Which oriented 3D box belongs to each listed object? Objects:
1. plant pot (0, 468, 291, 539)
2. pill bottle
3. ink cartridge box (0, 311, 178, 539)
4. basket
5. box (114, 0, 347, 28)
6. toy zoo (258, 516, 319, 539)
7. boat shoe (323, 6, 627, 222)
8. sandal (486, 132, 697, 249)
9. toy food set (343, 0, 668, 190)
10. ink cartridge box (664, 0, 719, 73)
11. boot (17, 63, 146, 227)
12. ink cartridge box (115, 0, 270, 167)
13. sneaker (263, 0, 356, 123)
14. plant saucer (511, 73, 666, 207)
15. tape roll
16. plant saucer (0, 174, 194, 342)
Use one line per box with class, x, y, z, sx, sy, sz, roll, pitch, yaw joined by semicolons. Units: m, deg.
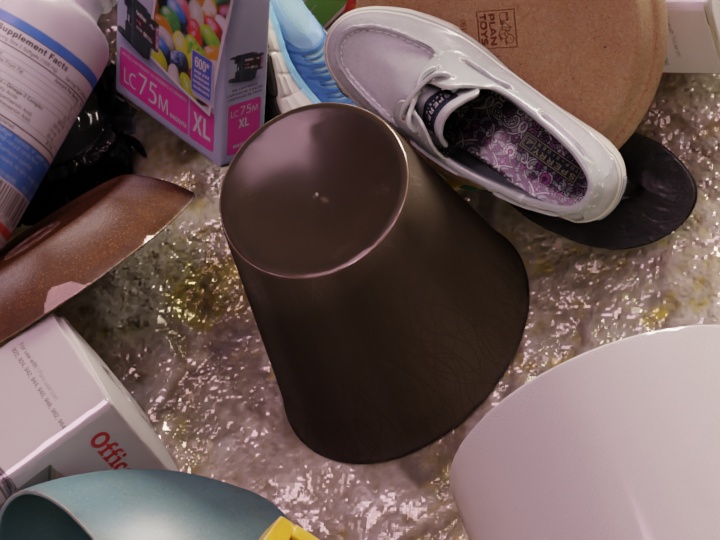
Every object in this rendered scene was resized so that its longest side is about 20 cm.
plant pot;-0.101;0.195;1.468;0.134;0.201;0.200;-22;53;-30
pill bottle;-0.228;-0.123;1.627;0.112;0.112;0.201;22;78;27
ink cartridge box;-0.218;0.139;1.540;0.200;0.146;0.084;-36;56;-2
basket;0.000;0.000;1.511;0.136;0.200;0.180;38;81;30
box;-0.080;-0.241;1.722;0.200;0.097;0.176;-45;60;-8
toy zoo;-0.008;0.216;1.379;0.020;0.200;0.131;-46;15;37
boat shoe;0.060;-0.093;1.473;0.200;0.071;0.070;32;102;15
sandal;0.106;-0.064;1.572;0.200;0.048;0.076;20;100;10
toy food set;0.086;-0.146;1.523;0.197;0.049;0.201;-19;92;21
ink cartridge box;0.135;-0.204;1.598;0.199;0.084;0.145;2;65;20
boot;-0.247;-0.103;1.725;0.198;0.073;0.163;-22;65;8
ink cartridge box;-0.103;-0.177;1.573;0.042;0.201;0.119;-18;39;-35
sneaker;-0.034;-0.126;1.626;0.090;0.201;0.078;-33;12;-33
plant saucer;0.104;-0.168;1.660;0.200;0.037;0.200;-44;60;-7
tape roll;0.162;0.141;1.384;0.202;0.203;0.140;-24;58;5
plant saucer;-0.195;-0.006;1.593;0.200;0.200;0.037;-33;100;-1
